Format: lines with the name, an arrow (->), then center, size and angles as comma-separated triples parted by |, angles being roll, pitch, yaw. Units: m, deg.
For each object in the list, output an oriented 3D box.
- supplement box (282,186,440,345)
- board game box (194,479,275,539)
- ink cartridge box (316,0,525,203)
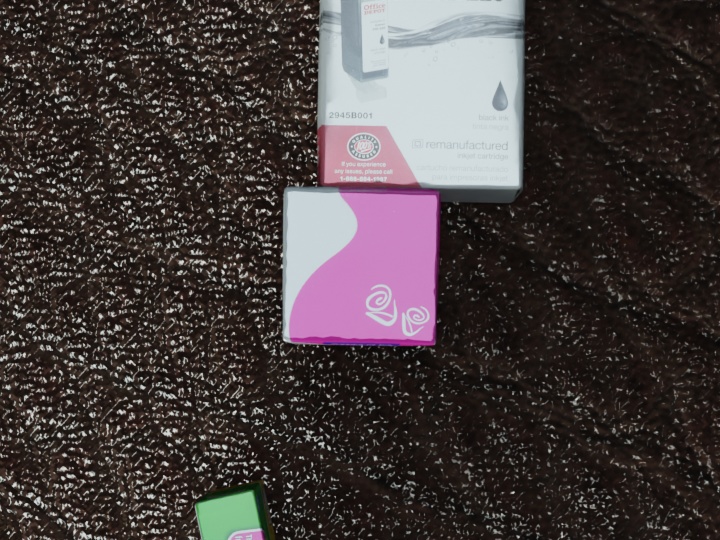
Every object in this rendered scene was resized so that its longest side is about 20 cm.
supplement box -> 0.000, 0.000, 1.437 | 0.101, 0.200, 0.104 | 1, 87, 1
board game box -> -0.067, 0.246, 1.449 | 0.040, 0.153, 0.201 | -13, 88, -1
ink cartridge box -> 0.043, -0.152, 1.505 | 0.145, 0.085, 0.201 | 1, 85, 0
